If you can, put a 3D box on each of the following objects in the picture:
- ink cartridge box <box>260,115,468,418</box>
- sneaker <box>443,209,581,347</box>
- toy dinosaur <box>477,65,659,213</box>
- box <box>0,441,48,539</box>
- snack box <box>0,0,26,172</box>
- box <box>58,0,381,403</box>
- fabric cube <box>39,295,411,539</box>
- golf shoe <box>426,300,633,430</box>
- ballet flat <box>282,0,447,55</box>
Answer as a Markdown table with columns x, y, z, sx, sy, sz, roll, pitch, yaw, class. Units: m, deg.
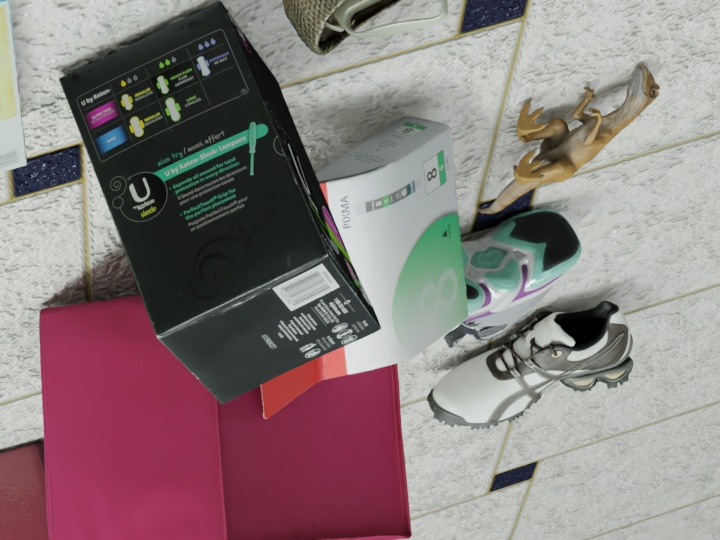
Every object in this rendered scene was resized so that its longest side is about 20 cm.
| x | y | z | sx | sy | sz | roll | pitch | yaw | class |
| --- | --- | --- | --- | --- | --- | --- | --- | --- | --- |
| 0.000 | 0.000 | 1.791 | 0.200 | 0.050 | 0.161 | -36 | 129 | -45 | ink cartridge box |
| 0.080 | 0.027 | 2.074 | 0.200 | 0.078 | 0.140 | -12 | 153 | -23 | sneaker |
| 0.148 | -0.083 | 1.925 | 0.200 | 0.061 | 0.106 | -35 | 155 | 26 | toy dinosaur |
| -0.313 | 0.231 | 2.121 | 0.200 | 0.109 | 0.128 | -15 | 155 | -18 | box |
| -0.269 | -0.110 | 1.529 | 0.116 | 0.037 | 0.200 | -17 | 156 | -13 | snack box |
| -0.091 | -0.043 | 1.623 | 0.124 | 0.200 | 0.149 | -25 | 156 | 4 | box |
| -0.102 | 0.115 | 1.877 | 0.199 | 0.197 | 0.200 | -10 | 171 | 44 | fabric cube |
| 0.152 | 0.077 | 2.273 | 0.200 | 0.078 | 0.095 | -19 | 139 | -12 | golf shoe |
| 0.046 | -0.194 | 1.582 | 0.200 | 0.075 | 0.068 | -28 | 155 | 10 | ballet flat |
